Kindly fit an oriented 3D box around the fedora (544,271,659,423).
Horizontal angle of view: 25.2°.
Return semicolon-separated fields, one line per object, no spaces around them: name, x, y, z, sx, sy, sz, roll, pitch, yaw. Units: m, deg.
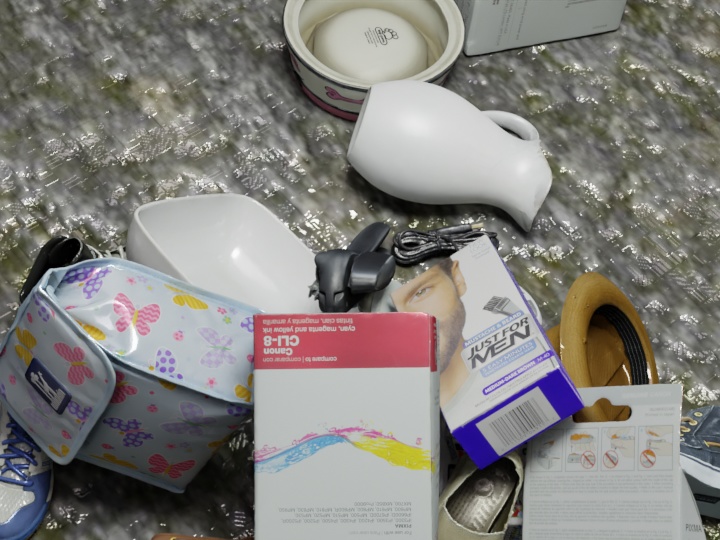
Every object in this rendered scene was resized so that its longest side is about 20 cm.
fedora;0.209;0.099;1.506;0.082;0.201;0.201;-16;45;31

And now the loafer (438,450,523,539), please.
loafer;0.082;0.233;1.390;0.076;0.068;0.200;24;76;2

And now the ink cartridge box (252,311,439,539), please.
ink cartridge box;-0.008;0.135;1.302;0.144;0.145;0.200;-1;86;4

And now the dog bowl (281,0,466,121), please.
dog bowl;0.012;-0.246;1.767;0.200;0.074;0.200;3;52;-4

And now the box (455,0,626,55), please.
box;0.198;-0.367;1.799;0.200;0.199;0.131;-12;55;-15

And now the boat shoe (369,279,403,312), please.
boat shoe;0.016;0.101;1.507;0.064;0.071;0.200;-21;50;32

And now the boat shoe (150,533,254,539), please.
boat shoe;-0.090;0.257;1.380;0.200;0.072;0.068;7;38;-9

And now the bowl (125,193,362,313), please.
bowl;-0.116;0.021;1.515;0.200;0.075;0.200;44;28;20

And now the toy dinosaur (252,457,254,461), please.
toy dinosaur;-0.011;0.166;1.407;0.136;0.102;0.200;-21;52;14

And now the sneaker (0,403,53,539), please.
sneaker;-0.302;0.144;1.430;0.075;0.088;0.200;10;54;-1

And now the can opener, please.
can opener;0.000;0.000;1.546;0.078;0.063;0.200;10;14;8

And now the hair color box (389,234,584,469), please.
hair color box;0.108;0.068;1.427;0.109;0.065;0.200;-32;36;6

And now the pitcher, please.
pitcher;0.094;-0.134;1.680;0.200;0.121;0.172;18;32;-6

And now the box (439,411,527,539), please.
box;0.119;0.155;1.504;0.110;0.035;0.200;2;53;-6

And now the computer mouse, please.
computer mouse;0.111;0.020;1.580;0.109;0.044;0.200;-6;36;-18

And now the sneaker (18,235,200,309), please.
sneaker;-0.234;0.004;1.525;0.200;0.115;0.076;-32;63;-26

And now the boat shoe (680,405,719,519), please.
boat shoe;0.287;0.165;1.462;0.200;0.071;0.091;18;47;-33

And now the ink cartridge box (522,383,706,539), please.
ink cartridge box;0.214;0.201;1.372;0.047;0.160;0.200;16;73;-46

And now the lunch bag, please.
lunch bag;-0.202;0.087;1.354;0.200;0.170;0.127;23;48;-17
